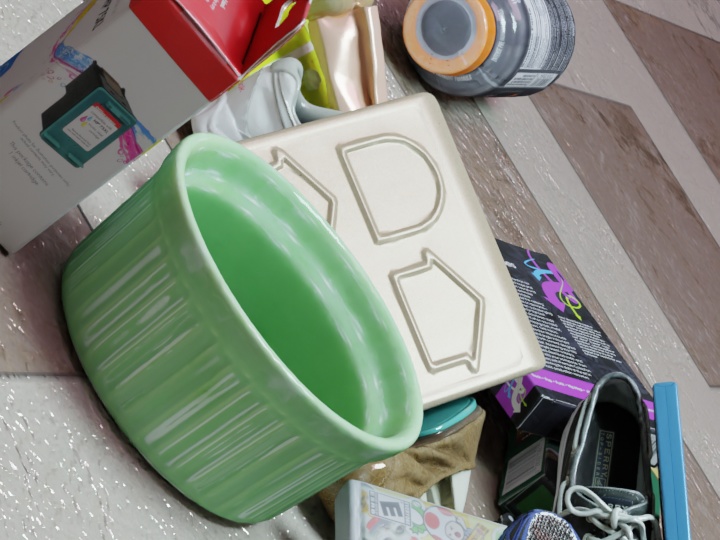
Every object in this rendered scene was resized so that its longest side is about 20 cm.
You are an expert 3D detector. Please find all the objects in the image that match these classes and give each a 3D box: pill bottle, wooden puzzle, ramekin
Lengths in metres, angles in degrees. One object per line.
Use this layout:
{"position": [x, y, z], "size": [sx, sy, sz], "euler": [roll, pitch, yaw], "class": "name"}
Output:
{"position": [0.098, -0.193, 2.301], "size": [0.106, 0.106, 0.200], "euler": [57, 19, 9], "class": "pill bottle"}
{"position": [0.000, 0.000, 1.696], "size": [0.200, 0.046, 0.186], "euler": [-16, 80, -38], "class": "wooden puzzle"}
{"position": [-0.066, 0.036, 1.502], "size": [0.200, 0.098, 0.200], "euler": [46, 20, -22], "class": "ramekin"}

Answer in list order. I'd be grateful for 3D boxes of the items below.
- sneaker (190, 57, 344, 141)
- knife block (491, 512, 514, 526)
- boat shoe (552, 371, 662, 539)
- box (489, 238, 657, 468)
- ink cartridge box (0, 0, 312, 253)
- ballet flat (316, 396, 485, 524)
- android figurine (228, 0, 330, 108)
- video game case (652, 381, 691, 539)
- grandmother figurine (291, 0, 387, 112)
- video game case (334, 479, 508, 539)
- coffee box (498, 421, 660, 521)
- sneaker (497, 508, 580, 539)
{"position": [-0.012, -0.046, 1.775], "size": [0.200, 0.099, 0.078], "euler": [49, 17, -15], "class": "sneaker"}
{"position": [0.094, 0.227, 1.611], "size": [0.175, 0.064, 0.200], "euler": [30, 30, -50], "class": "knife block"}
{"position": [0.153, 0.158, 1.770], "size": [0.073, 0.068, 0.200], "euler": [13, 58, 0], "class": "boat shoe"}
{"position": [0.117, 0.046, 1.940], "size": [0.143, 0.036, 0.200], "euler": [18, 29, -41], "class": "box"}
{"position": [-0.118, -0.107, 1.464], "size": [0.067, 0.200, 0.116], "euler": [49, 19, -16], "class": "ink cartridge box"}
{"position": [0.029, 0.124, 1.652], "size": [0.200, 0.068, 0.073], "euler": [-20, 95, -71], "class": "ballet flat"}
{"position": [-0.072, -0.156, 1.864], "size": [0.201, 0.041, 0.182], "euler": [64, 23, -4], "class": "android figurine"}
{"position": [0.205, 0.181, 1.838], "size": [0.200, 0.018, 0.144], "euler": [77, 10, -59], "class": "video game case"}
{"position": [0.004, -0.081, 1.862], "size": [0.121, 0.060, 0.201], "euler": [-18, 95, -59], "class": "grandmother figurine"}
{"position": [0.072, 0.213, 1.487], "size": [0.181, 0.023, 0.200], "euler": [18, 42, -19], "class": "video game case"}
{"position": [0.151, 0.147, 1.924], "size": [0.123, 0.044, 0.200], "euler": [49, 18, -11], "class": "coffee box"}
{"position": [0.115, 0.203, 1.449], "size": [0.075, 0.079, 0.200], "euler": [11, 46, -27], "class": "sneaker"}
